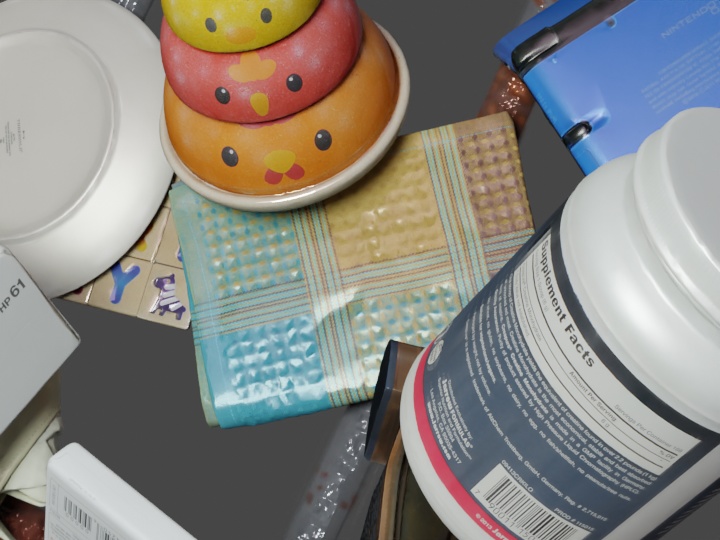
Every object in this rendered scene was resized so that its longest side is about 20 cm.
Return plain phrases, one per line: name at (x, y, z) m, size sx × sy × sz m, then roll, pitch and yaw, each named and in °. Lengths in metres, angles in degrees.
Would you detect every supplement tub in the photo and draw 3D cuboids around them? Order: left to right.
supplement tub at (0.121, 0.038, 0.729) m, size 0.200 × 0.140 × 0.141 m, roll -49°, pitch 63°, yaw 39°

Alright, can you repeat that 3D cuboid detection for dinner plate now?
dinner plate at (-0.201, -0.079, 0.980) m, size 0.199 × 0.024 × 0.201 m, roll -6°, pitch 73°, yaw 19°

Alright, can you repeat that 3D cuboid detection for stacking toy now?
stacking toy at (-0.062, -0.140, 0.854) m, size 0.145 × 0.200 × 0.147 m, roll -8°, pitch 54°, yaw 11°

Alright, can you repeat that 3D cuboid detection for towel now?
towel at (0.000, 0.000, 0.906) m, size 0.199 × 0.022 × 0.148 m, roll -12°, pitch 74°, yaw 7°

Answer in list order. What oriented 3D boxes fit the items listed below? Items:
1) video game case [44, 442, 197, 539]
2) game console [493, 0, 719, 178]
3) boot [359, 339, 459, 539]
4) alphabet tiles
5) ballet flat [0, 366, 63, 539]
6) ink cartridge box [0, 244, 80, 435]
video game case at (-0.081, 0.200, 0.806) m, size 0.200 × 0.183 × 0.023 m, roll 34°, pitch 48°, yaw 21°
game console at (0.183, -0.122, 0.844) m, size 0.199 × 0.118 × 0.171 m, roll -33°, pitch 71°, yaw 6°
boot at (0.050, 0.117, 0.795) m, size 0.096 × 0.075 × 0.201 m, roll 12°, pitch 44°, yaw -5°
alphabet tiles at (-0.106, -0.052, 0.961) m, size 0.199 × 0.008 × 0.168 m, roll 13°, pitch 79°, yaw 19°
ballet flat at (-0.205, 0.130, 0.915) m, size 0.069 × 0.069 × 0.201 m, roll 29°, pitch 86°, yaw 21°
ink cartridge box at (-0.272, 0.041, 0.886) m, size 0.199 × 0.085 × 0.145 m, roll 18°, pitch 60°, yaw 42°
